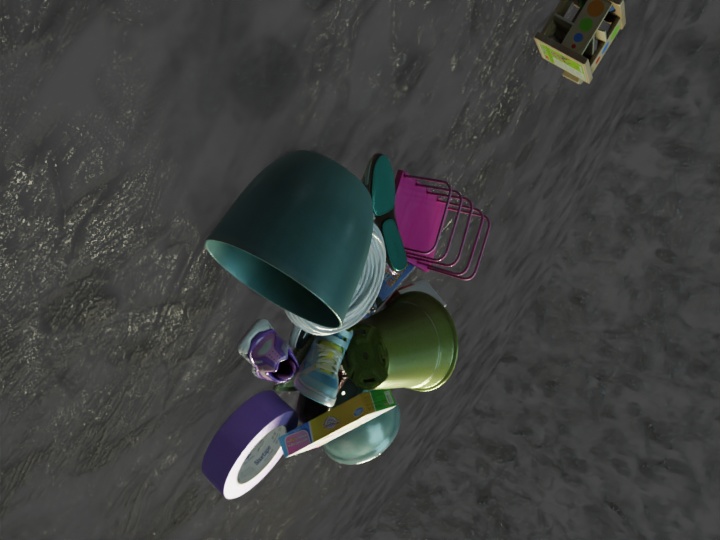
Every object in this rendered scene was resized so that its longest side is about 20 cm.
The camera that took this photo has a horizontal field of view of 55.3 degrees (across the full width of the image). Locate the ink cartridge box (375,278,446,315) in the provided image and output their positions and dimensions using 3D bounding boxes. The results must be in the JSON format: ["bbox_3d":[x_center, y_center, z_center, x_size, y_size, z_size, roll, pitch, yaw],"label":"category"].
[{"bbox_3d":[0.081,0.125,1.537,0.201,0.086,0.146,-49,164,28],"label":"ink cartridge box"}]

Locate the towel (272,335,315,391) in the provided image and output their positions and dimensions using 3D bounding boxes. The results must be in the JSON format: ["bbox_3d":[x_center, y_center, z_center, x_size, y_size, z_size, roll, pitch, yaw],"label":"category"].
[{"bbox_3d":[-0.087,0.153,1.343,0.203,0.036,0.148,-56,158,4],"label":"towel"}]

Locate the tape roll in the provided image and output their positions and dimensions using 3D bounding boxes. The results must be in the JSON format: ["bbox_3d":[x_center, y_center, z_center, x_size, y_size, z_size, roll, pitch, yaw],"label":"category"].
[{"bbox_3d":[-0.207,0.330,1.308,0.200,0.065,0.202,-46,158,-24],"label":"tape roll"}]

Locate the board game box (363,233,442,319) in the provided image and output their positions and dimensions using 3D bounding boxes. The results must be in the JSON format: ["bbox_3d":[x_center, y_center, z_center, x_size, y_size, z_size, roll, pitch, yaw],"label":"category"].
[{"bbox_3d":[0.079,0.006,1.426,0.200,0.034,0.136,-46,176,-25],"label":"board game box"}]

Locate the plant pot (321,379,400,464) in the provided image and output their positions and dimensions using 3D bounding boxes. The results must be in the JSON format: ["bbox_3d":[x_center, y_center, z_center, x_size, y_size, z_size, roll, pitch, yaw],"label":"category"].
[{"bbox_3d":[-0.021,0.305,1.534,0.200,0.198,0.136,-44,131,-24],"label":"plant pot"}]

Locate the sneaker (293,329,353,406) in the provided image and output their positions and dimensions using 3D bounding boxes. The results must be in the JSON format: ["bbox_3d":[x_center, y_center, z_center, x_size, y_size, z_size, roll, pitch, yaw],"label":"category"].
[{"bbox_3d":[-0.058,0.148,1.196,0.133,0.078,0.200,-64,-168,5],"label":"sneaker"}]

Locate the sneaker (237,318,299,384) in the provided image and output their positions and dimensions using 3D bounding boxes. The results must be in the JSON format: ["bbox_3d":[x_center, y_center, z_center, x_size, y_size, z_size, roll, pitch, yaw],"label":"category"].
[{"bbox_3d":[-0.140,0.158,1.166,0.081,0.088,0.201,-50,159,-12],"label":"sneaker"}]

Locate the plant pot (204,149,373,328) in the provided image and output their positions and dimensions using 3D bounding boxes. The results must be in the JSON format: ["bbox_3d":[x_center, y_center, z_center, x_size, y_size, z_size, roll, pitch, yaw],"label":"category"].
[{"bbox_3d":[-0.072,-0.049,0.873,0.164,0.197,0.202,-60,161,-16],"label":"plant pot"}]

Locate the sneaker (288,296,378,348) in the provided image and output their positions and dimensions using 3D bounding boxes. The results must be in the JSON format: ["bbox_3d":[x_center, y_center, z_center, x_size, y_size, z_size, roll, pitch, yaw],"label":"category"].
[{"bbox_3d":[-0.032,0.063,1.179,0.203,0.110,0.073,-59,174,-13],"label":"sneaker"}]

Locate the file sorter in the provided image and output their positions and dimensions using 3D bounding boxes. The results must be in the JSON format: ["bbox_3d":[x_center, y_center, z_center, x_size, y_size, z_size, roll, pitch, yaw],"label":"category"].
[{"bbox_3d":[0.143,-0.076,1.272,0.198,0.123,0.143,24,84,-54],"label":"file sorter"}]

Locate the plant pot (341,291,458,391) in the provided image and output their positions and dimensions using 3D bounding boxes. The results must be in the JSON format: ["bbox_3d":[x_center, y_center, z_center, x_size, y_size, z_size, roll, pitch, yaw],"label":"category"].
[{"bbox_3d":[0.060,0.153,1.340,0.187,0.199,0.204,-7,131,-50],"label":"plant pot"}]

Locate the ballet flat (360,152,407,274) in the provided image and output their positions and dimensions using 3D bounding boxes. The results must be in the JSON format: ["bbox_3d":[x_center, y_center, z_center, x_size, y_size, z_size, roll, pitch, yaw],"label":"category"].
[{"bbox_3d":[0.028,-0.091,1.152,0.068,0.070,0.206,-24,107,-39],"label":"ballet flat"}]

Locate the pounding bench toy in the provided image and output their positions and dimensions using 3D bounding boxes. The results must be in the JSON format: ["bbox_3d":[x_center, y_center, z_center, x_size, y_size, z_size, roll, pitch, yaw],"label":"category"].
[{"bbox_3d":[0.476,-0.503,1.460,0.158,0.123,0.199,-58,159,10],"label":"pounding bench toy"}]

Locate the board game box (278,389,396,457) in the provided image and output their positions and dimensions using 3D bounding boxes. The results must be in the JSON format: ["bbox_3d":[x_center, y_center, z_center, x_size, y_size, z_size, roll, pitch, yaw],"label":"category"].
[{"bbox_3d":[-0.043,0.294,1.339,0.197,0.041,0.152,-31,164,18],"label":"board game box"}]

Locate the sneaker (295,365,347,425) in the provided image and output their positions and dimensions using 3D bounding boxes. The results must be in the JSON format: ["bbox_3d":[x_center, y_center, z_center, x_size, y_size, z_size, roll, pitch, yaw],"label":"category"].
[{"bbox_3d":[-0.063,0.221,1.421,0.202,0.075,0.116,-54,176,-28],"label":"sneaker"}]

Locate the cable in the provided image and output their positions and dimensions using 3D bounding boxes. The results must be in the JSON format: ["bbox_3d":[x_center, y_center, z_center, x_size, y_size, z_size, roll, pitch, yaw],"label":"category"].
[{"bbox_3d":[-0.047,0.001,1.070,0.197,0.069,0.205,-29,128,-32],"label":"cable"}]
